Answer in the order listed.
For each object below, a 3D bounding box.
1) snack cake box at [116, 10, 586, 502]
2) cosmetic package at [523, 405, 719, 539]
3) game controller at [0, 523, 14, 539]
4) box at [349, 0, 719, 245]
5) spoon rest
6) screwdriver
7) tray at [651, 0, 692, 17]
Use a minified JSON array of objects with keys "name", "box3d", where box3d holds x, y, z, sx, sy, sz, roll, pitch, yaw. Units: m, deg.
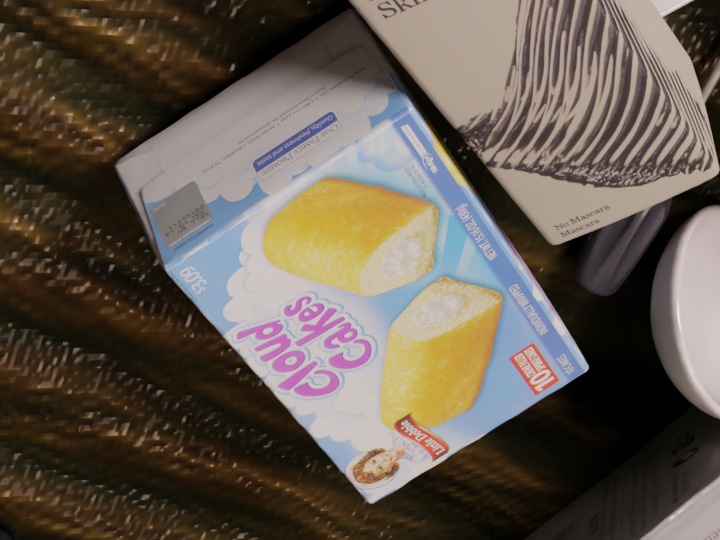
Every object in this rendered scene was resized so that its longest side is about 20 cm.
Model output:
[{"name":"snack cake box","box3d":[0.000,0.000,1.072,0.115,0.067,0.200,-33,139,4]},{"name":"cosmetic package","box3d":[0.174,0.196,1.243,0.166,0.167,0.200,-39,95,12]},{"name":"game controller","box3d":[-0.246,0.149,1.127,0.199,0.042,0.105,4,116,-33]},{"name":"box","box3d":[0.059,-0.098,0.985,0.082,0.069,0.200,-24,139,19]},{"name":"spoon rest","box3d":[0.194,0.036,1.222,0.060,0.100,0.200,-7,157,31]},{"name":"screwdriver","box3d":[0.143,-0.070,1.126,0.029,0.028,0.201,-25,148,-51]},{"name":"tray","box3d":[0.094,-0.169,0.997,0.107,0.022,0.200,-29,139,-1]}]
